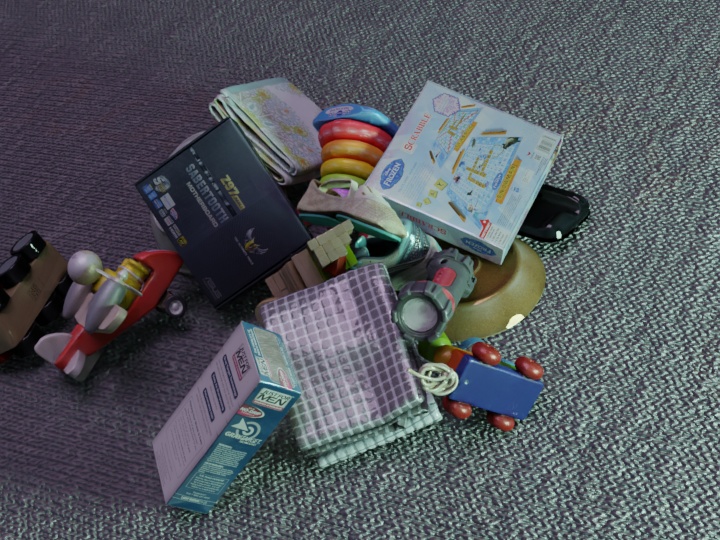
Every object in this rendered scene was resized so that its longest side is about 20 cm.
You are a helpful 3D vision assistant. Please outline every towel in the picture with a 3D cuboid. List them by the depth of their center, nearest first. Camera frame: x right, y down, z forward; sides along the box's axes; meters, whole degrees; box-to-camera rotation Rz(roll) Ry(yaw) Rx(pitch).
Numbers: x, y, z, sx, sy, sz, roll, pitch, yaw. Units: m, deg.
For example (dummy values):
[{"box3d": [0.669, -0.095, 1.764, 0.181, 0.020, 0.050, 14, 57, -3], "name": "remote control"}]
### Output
[{"box3d": [-0.016, 0.105, 1.442, 0.164, 0.086, 0.201, -20, 65, 3], "name": "towel"}, {"box3d": [-0.106, -0.198, 1.781, 0.171, 0.048, 0.200, 46, 32, 12], "name": "towel"}]

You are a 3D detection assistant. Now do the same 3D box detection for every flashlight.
[{"box3d": [0.086, 0.022, 1.456, 0.067, 0.068, 0.200, -6, 17, 15], "name": "flashlight"}]

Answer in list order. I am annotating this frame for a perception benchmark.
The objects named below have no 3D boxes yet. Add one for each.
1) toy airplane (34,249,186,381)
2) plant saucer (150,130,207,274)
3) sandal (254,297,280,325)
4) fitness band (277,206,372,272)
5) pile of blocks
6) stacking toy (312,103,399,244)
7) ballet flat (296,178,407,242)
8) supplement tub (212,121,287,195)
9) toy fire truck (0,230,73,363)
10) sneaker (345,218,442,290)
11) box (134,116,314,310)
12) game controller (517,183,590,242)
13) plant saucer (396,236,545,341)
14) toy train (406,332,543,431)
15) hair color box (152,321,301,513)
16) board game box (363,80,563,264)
[{"box3d": [-0.339, 0.044, 1.619, 0.199, 0.142, 0.199, -22, 19, 27], "name": "toy airplane"}, {"box3d": [-0.235, -0.097, 1.722, 0.199, 0.050, 0.202, -10, 75, 42], "name": "plant saucer"}, {"box3d": [-0.055, 0.095, 1.527, 0.210, 0.078, 0.070, 16, 49, 23], "name": "sandal"}, {"box3d": [-0.049, -0.036, 1.701, 0.143, 0.038, 0.200, 10, 47, 30], "name": "fitness band"}, {"box3d": [-0.049, 0.003, 1.543, 0.082, 0.200, 0.063, -26, 85, -31], "name": "pile of blocks"}, {"box3d": [-0.016, -0.108, 1.661, 0.115, 0.110, 0.202, -3, 65, 38], "name": "stacking toy"}, {"box3d": [-0.010, -0.081, 1.545, 0.199, 0.067, 0.063, 15, 81, 49], "name": "ballet flat"}, {"box3d": [-0.159, -0.131, 1.782, 0.106, 0.107, 0.201, -16, 42, 0], "name": "supplement tub"}, {"box3d": [-0.515, 0.043, 1.716, 0.199, 0.129, 0.177, -22, 30, 32], "name": "toy fire truck"}, {"box3d": [0.000, 0.000, 1.579, 0.199, 0.086, 0.078, -33, 37, 10], "name": "sneaker"}, {"box3d": [-0.175, -0.074, 1.637, 0.157, 0.051, 0.201, -34, 86, 4], "name": "box"}, {"box3d": [0.201, -0.088, 1.668, 0.199, 0.042, 0.104, 20, 50, 34], "name": "game controller"}, {"box3d": [0.134, 0.005, 1.595, 0.198, 0.036, 0.201, -9, 42, 8], "name": "plant saucer"}, {"box3d": [0.100, 0.101, 1.396, 0.116, 0.199, 0.085, 42, 107, 51], "name": "toy train"}, {"box3d": [-0.152, 0.166, 1.406, 0.200, 0.060, 0.100, -52, 38, 23], "name": "hair color box"}, {"box3d": [0.132, -0.130, 1.618, 0.198, 0.041, 0.201, 25, 61, 12], "name": "board game box"}]
